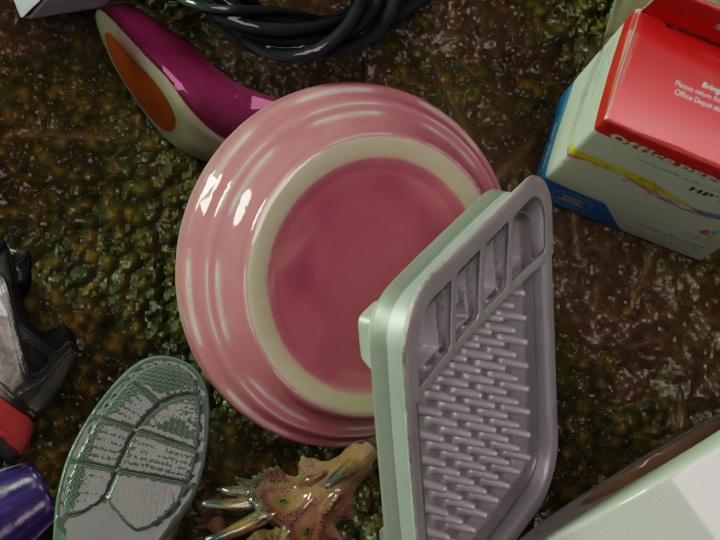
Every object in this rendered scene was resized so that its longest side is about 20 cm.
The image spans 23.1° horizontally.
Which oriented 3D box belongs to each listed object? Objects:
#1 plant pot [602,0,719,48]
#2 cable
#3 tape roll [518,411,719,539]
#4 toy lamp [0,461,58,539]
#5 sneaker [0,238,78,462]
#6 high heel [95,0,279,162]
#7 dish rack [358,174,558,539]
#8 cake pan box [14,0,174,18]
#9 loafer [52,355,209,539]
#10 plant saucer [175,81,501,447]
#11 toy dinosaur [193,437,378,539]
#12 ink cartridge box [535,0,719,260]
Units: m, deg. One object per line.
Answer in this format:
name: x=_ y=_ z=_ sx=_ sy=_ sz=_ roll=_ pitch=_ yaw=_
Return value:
plant pot: x=0.241 y=-0.194 z=1.006 sx=0.198 sy=0.200 sz=0.200 roll=21 pitch=83 yaw=-4
cable: x=-0.035 y=-0.197 z=0.977 sx=0.200 sy=0.051 sz=0.164 roll=-38 pitch=96 yaw=-40
tape roll: x=0.195 y=0.155 z=0.916 sx=0.201 sy=0.203 sz=0.140 roll=-29 pitch=83 yaw=-13
toy lamp: x=-0.251 y=0.166 z=0.921 sx=0.199 sy=0.058 sz=0.059 roll=-30 pitch=84 yaw=-10
sneaker: x=-0.233 y=0.007 z=0.948 sx=0.200 sy=0.071 sz=0.098 roll=43 pitch=76 yaw=0
high heel: x=-0.058 y=-0.097 z=1.004 sx=0.200 sy=0.067 sz=0.096 roll=47 pitch=69 yaw=-5
dish rack: x=0.050 y=0.065 z=0.904 sx=0.043 sy=0.202 sz=0.172 roll=9 pitch=30 yaw=27
cake pan box: x=-0.135 y=-0.243 z=0.985 sx=0.183 sy=0.052 sz=0.202 roll=-15 pitch=81 yaw=-38
loafer: x=-0.133 y=0.145 z=0.943 sx=0.071 sy=0.063 sz=0.202 roll=18 pitch=73 yaw=-4
plant saucer: x=0.000 y=0.000 z=0.957 sx=0.198 sy=0.051 sz=0.203 roll=-4 pitch=100 yaw=-23
toy dinosaur: x=-0.053 y=0.179 z=0.906 sx=0.085 sy=0.136 sz=0.202 roll=13 pitch=77 yaw=-6
ink cartridge box: x=0.176 y=-0.075 z=0.959 sx=0.115 sy=0.200 sz=0.068 roll=20 pitch=76 yaw=-4
